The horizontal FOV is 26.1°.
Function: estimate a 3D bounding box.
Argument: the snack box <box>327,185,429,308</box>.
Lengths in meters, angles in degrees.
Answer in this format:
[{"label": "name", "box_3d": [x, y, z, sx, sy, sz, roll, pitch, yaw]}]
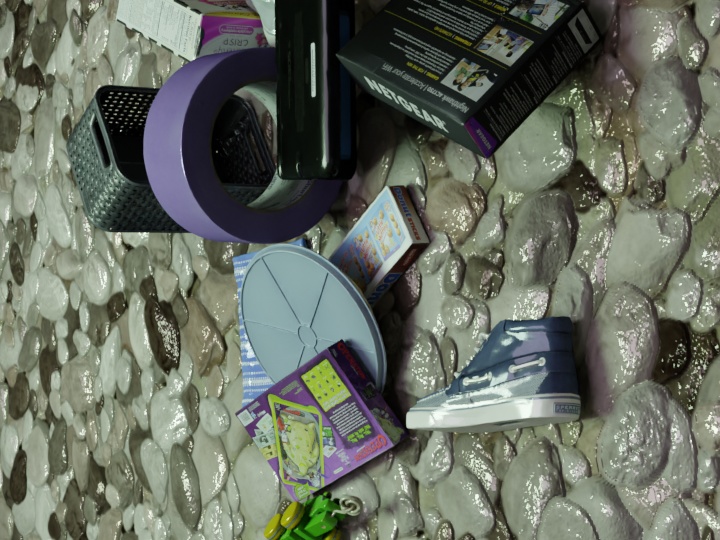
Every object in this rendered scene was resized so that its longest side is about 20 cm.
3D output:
[{"label": "snack box", "box_3d": [0.000, 0.000, 1.593, 0.200, 0.024, 0.072, -50, 52, 43]}]

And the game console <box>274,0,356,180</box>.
[{"label": "game console", "box_3d": [-0.020, -0.189, 1.513, 0.176, 0.116, 0.200, 4, 96, 64]}]

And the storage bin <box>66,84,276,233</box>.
[{"label": "storage bin", "box_3d": [-0.211, -0.122, 1.739, 0.094, 0.200, 0.135, -49, 52, 44]}]

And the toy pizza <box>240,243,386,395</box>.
[{"label": "toy pizza", "box_3d": [-0.045, 0.062, 1.606, 0.200, 0.032, 0.200, 24, 128, 34]}]

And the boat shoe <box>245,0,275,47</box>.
[{"label": "boat shoe", "box_3d": [-0.085, -0.301, 1.629, 0.201, 0.070, 0.072, -111, 11, -57]}]

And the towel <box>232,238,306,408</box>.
[{"label": "towel", "box_3d": [-0.096, 0.073, 1.734, 0.145, 0.024, 0.200, -12, 80, 54]}]

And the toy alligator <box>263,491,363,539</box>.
[{"label": "toy alligator", "box_3d": [-0.044, 0.259, 1.641, 0.200, 0.059, 0.054, -41, 17, 47]}]

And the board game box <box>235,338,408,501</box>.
[{"label": "board game box", "box_3d": [-0.044, 0.160, 1.617, 0.200, 0.032, 0.120, -36, 83, 49]}]

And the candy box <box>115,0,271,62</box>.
[{"label": "candy box", "box_3d": [-0.168, -0.278, 1.732, 0.200, 0.136, 0.061, 35, 119, 49]}]

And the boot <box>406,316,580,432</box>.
[{"label": "boot", "box_3d": [0.118, 0.096, 1.398, 0.200, 0.073, 0.090, -13, 73, 46]}]

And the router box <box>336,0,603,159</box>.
[{"label": "router box", "box_3d": [0.091, -0.196, 1.364, 0.149, 0.051, 0.200, -45, 42, -7]}]

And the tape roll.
[{"label": "tape roll", "box_3d": [-0.117, -0.128, 1.607, 0.085, 0.200, 0.200, 3, 93, 55]}]
